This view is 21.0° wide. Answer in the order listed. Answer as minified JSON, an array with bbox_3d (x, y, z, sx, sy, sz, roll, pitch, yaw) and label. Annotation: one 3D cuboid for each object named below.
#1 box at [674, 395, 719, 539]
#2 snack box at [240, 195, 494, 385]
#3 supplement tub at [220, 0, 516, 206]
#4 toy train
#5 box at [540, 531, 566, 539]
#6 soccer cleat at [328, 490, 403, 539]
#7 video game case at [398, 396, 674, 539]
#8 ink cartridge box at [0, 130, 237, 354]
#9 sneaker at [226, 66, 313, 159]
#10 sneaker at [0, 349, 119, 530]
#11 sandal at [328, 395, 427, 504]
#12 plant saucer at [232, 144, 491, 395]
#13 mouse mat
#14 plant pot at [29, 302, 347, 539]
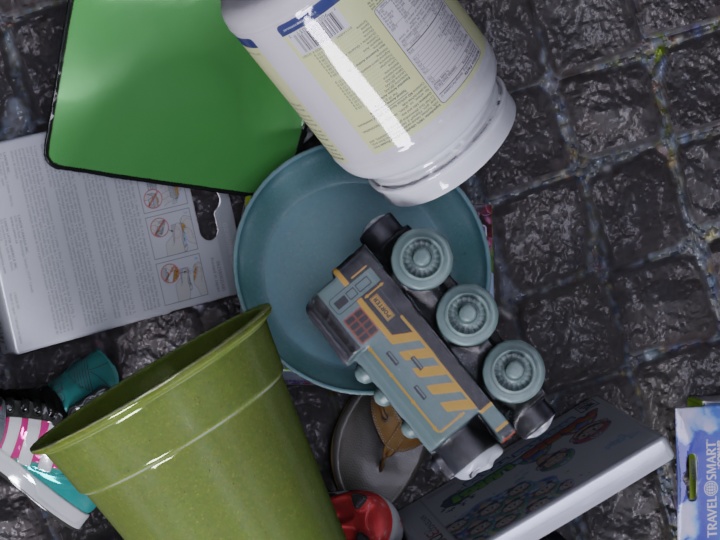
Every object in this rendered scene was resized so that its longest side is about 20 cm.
[{"bbox_3d":[0.352,0.163,1.623,0.198,0.048,0.123,-3,94,-8],"label":"box"},{"bbox_3d":[0.005,0.018,1.533,0.198,0.053,0.143,1,76,-7],"label":"snack box"},{"bbox_3d":[0.009,-0.160,1.410,0.145,0.145,0.200,-42,116,-4],"label":"supplement tub"},{"bbox_3d":[0.051,0.057,1.427,0.114,0.085,0.200,-39,85,-4],"label":"toy train"},{"bbox_3d":[0.093,0.279,1.514,0.181,0.200,0.105,-3,95,-9],"label":"box"},{"bbox_3d":[-0.061,0.206,1.546,0.198,0.085,0.069,-6,75,18],"label":"soccer cleat"},{"bbox_3d":[0.130,0.169,1.520,0.199,0.182,0.024,-30,100,-5],"label":"video game case"},{"bbox_3d":[-0.202,-0.035,1.532,0.199,0.057,0.164,-15,97,-27],"label":"ink cartridge box"},{"bbox_3d":[-0.046,-0.169,1.526,0.075,0.081,0.200,31,109,-22],"label":"sneaker"},{"bbox_3d":[-0.246,0.101,1.489,0.121,0.084,0.200,-49,127,-6],"label":"sneaker"},{"bbox_3d":[0.045,0.106,1.567,0.082,0.055,0.200,38,88,-10],"label":"sandal"},{"bbox_3d":[0.000,0.000,1.491,0.198,0.036,0.202,2,74,-7],"label":"plant saucer"},{"bbox_3d":[-0.133,-0.137,1.479,0.198,0.008,0.162,8,116,-14],"label":"mouse mat"},{"bbox_3d":[-0.104,0.156,1.396,0.199,0.200,0.191,-31,96,-5],"label":"plant pot"}]
